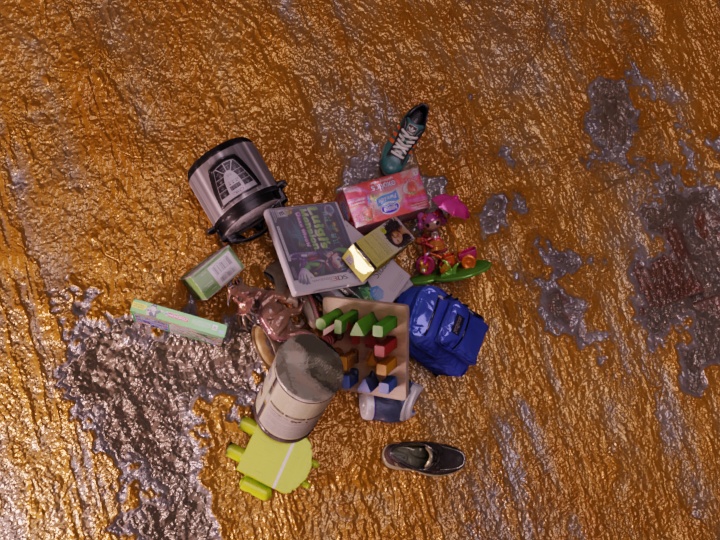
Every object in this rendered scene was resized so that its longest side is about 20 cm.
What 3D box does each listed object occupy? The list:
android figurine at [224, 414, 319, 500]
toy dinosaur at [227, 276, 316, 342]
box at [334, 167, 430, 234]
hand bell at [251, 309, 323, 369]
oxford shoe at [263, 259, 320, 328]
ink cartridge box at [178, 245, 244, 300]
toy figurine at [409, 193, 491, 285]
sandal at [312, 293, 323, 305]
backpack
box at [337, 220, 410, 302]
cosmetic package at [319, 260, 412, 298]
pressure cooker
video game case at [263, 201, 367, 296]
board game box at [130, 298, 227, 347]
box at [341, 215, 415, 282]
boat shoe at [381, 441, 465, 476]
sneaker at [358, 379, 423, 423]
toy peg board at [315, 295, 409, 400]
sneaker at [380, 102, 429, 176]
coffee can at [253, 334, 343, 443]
[{"bbox_3d":[-0.184,0.394,1.637,0.196,0.041,0.185,25,71,-4],"label":"android figurine"},{"bbox_3d":[-0.189,0.096,1.604,0.200,0.086,0.135,46,50,8],"label":"toy dinosaur"},{"bbox_3d":[0.051,-0.156,1.799,0.195,0.095,0.105,-16,81,-17],"label":"box"},{"bbox_3d":[-0.134,0.131,1.705,0.197,0.104,0.106,-26,83,-31],"label":"hand bell"},{"bbox_3d":[-0.149,0.059,1.697,0.074,0.071,0.201,-28,56,-11],"label":"oxford shoe"},{"bbox_3d":[-0.317,0.008,1.623,0.103,0.199,0.060,-41,101,-18],"label":"ink cartridge box"},{"bbox_3d":[0.188,-0.080,1.768,0.195,0.150,0.189,-12,101,8],"label":"toy figurine"},{"bbox_3d":[-0.033,0.065,1.751,0.196,0.048,0.077,15,57,-23],"label":"sandal"},{"bbox_3d":[0.174,0.121,1.711,0.198,0.167,0.166,33,64,-22],"label":"backpack"},{"bbox_3d":[0.000,0.000,1.687,0.199,0.036,0.145,39,50,1],"label":"box"},{"bbox_3d":[0.006,0.029,1.731,0.199,0.052,0.152,-36,85,-39],"label":"cosmetic package"},{"bbox_3d":[-0.263,-0.167,1.686,0.177,0.175,0.203,-26,84,-48],"label":"pressure cooker"},{"bbox_3d":[-0.095,-0.050,1.633,0.178,0.023,0.204,-9,65,-32],"label":"video game case"},{"bbox_3d":[-0.379,0.112,1.609,0.195,0.135,0.030,18,72,-9],"label":"board game box"},{"bbox_3d":[0.042,-0.051,1.676,0.075,0.050,0.199,47,38,3],"label":"box"},{"bbox_3d":[0.146,0.416,1.699,0.195,0.066,0.074,8,74,-12],"label":"boat shoe"},{"bbox_3d":[0.070,0.238,1.722,0.143,0.080,0.206,4,74,-19],"label":"sneaker"},{"bbox_3d":[-0.006,0.170,1.599,0.195,0.097,0.205,6,103,25],"label":"toy peg board"},{"bbox_3d":[0.108,-0.323,1.861,0.070,0.080,0.203,27,72,-5],"label":"sneaker"},{"bbox_3d":[-0.130,0.247,1.582,0.143,0.201,0.149,11,53,-15],"label":"coffee can"}]
